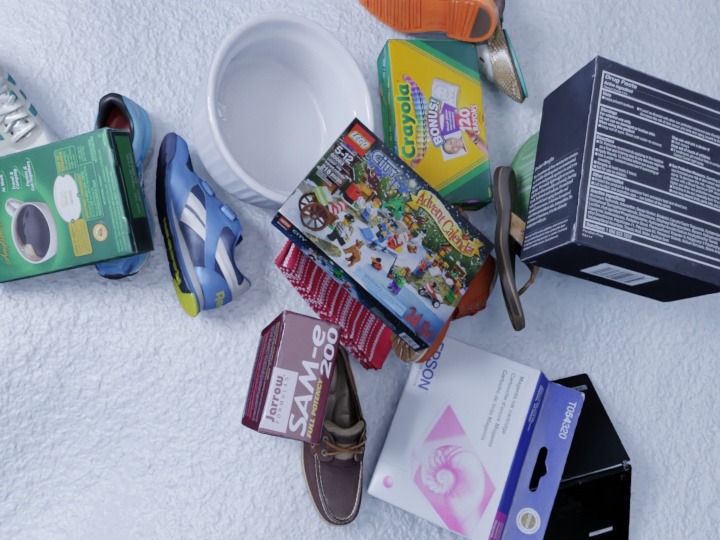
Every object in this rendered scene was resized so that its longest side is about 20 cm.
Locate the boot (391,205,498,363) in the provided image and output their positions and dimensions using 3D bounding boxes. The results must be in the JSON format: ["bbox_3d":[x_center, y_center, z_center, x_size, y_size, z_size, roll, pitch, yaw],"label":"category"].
[{"bbox_3d":[0.105,0.035,0.830,0.107,0.074,0.203,44,55,-28],"label":"boot"}]

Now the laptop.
[{"bbox_3d":[0.227,0.255,0.878,0.173,0.103,0.205,-10,108,-14],"label":"laptop"}]

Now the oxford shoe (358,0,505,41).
[{"bbox_3d":[0.084,-0.340,0.899,0.196,0.072,0.073,23,52,14],"label":"oxford shoe"}]

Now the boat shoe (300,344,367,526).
[{"bbox_3d":[-0.027,0.178,0.796,0.070,0.072,0.206,1,81,-13],"label":"boat shoe"}]

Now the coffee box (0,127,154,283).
[{"bbox_3d":[-0.311,-0.060,0.725,0.195,0.044,0.126,-12,92,17],"label":"coffee box"}]

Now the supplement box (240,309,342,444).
[{"bbox_3d":[-0.075,0.110,0.729,0.059,0.200,0.112,14,78,-11],"label":"supplement box"}]

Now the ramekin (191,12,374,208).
[{"bbox_3d":[-0.090,-0.165,0.799,0.196,0.097,0.206,4,83,-32],"label":"ramekin"}]

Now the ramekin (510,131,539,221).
[{"bbox_3d":[0.291,-0.101,0.905,0.195,0.098,0.206,2,80,-13],"label":"ramekin"}]

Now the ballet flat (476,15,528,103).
[{"bbox_3d":[0.161,-0.305,0.934,0.064,0.070,0.205,-15,81,11],"label":"ballet flat"}]

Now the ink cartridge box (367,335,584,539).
[{"bbox_3d":[0.130,0.192,0.809,0.196,0.043,0.200,17,76,17],"label":"ink cartridge box"}]

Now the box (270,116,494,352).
[{"bbox_3d":[0.026,-0.037,0.735,0.199,0.038,0.138,41,67,-6],"label":"box"}]

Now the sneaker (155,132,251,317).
[{"bbox_3d":[-0.177,-0.054,0.800,0.080,0.074,0.205,-12,84,-24],"label":"sneaker"}]

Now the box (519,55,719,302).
[{"bbox_3d":[0.297,-0.090,0.789,0.195,0.123,0.203,15,78,-13],"label":"box"}]

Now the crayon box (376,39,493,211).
[{"bbox_3d":[0.089,-0.176,0.889,0.116,0.058,0.206,-3,82,-14],"label":"crayon box"}]

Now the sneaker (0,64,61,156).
[{"bbox_3d":[-0.385,-0.171,0.755,0.070,0.093,0.201,-40,91,-16],"label":"sneaker"}]

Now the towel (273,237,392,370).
[{"bbox_3d":[0.000,0.000,0.798,0.201,0.022,0.146,51,61,-37],"label":"towel"}]

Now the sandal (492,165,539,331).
[{"bbox_3d":[0.187,-0.032,0.849,0.053,0.082,0.205,-5,61,17],"label":"sandal"}]

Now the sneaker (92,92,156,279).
[{"bbox_3d":[-0.266,-0.093,0.767,0.076,0.090,0.206,-3,79,-1],"label":"sneaker"}]
